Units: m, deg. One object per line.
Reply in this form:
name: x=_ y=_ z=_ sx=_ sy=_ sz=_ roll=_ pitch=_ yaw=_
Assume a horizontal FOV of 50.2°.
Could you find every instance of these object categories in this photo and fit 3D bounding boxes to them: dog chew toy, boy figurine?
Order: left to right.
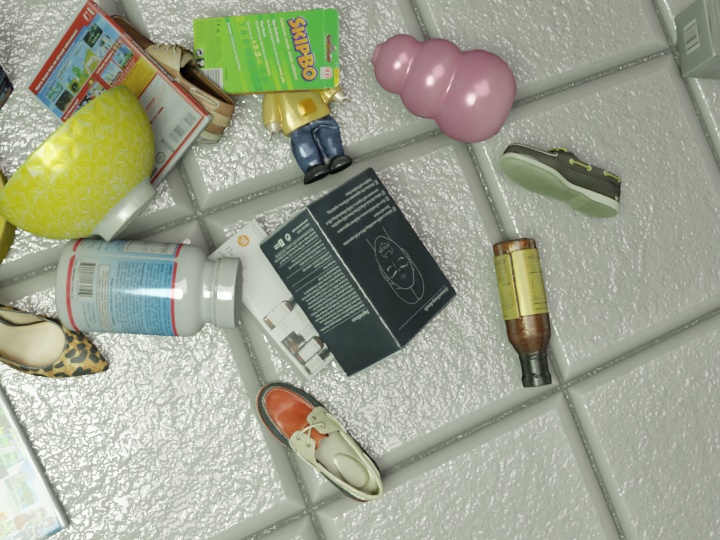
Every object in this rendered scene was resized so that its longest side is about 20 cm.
boy figurine: x=-0.074 y=-0.221 z=1.018 sx=0.123 sy=0.064 sz=0.202 roll=-21 pitch=91 yaw=-13
dog chew toy: x=0.109 y=-0.256 z=1.046 sx=0.198 sy=0.125 sz=0.126 roll=24 pitch=77 yaw=-3

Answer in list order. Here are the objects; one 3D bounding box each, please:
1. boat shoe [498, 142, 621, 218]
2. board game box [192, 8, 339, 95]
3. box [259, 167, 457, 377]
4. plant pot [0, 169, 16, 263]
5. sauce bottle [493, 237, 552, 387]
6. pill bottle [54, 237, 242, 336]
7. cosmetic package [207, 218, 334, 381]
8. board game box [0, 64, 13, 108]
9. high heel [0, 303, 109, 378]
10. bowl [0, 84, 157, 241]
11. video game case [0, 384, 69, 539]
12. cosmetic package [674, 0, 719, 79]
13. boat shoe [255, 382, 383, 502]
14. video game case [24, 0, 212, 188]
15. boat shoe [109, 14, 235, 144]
boat shoe: x=0.288 y=-0.139 z=1.102 sx=0.199 sy=0.072 sz=0.061 roll=23 pitch=73 yaw=-18
board game box: x=-0.118 y=-0.274 z=0.972 sx=0.198 sy=0.030 sz=0.097 roll=2 pitch=96 yaw=19
box: x=0.000 y=0.000 z=0.955 sx=0.201 sy=0.107 sz=0.148 roll=56 pitch=42 yaw=-2
plant pot: x=-0.489 y=-0.074 z=0.820 sx=0.198 sy=0.189 sz=0.204 roll=2 pitch=82 yaw=-14
sauce bottle: x=0.226 y=0.058 z=1.061 sx=0.065 sy=0.066 sz=0.203 roll=-5 pitch=86 yaw=-16
pill bottle: x=-0.241 y=0.021 z=0.897 sx=0.197 sy=0.109 sz=0.110 roll=4 pitch=81 yaw=-2
cosmetic package: x=-0.104 y=0.038 z=0.980 sx=0.082 sy=0.051 sz=0.200 roll=-42 pitch=94 yaw=-17
board game box: x=-0.503 y=-0.261 z=0.853 sx=0.199 sy=0.165 sz=0.057 roll=29 pitch=78 yaw=-10
high heel: x=-0.379 y=0.075 z=0.852 sx=0.198 sy=0.142 sz=0.072 roll=23 pitch=77 yaw=-11
bowl: x=-0.293 y=-0.097 z=0.859 sx=0.108 sy=0.200 sz=0.200 roll=45 pitch=74 yaw=-10
video game case: x=-0.460 y=0.248 z=0.871 sx=0.181 sy=0.022 sz=0.202 roll=-27 pitch=89 yaw=-17
cosmetic package: x=0.605 y=-0.363 z=1.208 sx=0.197 sy=0.090 sz=0.108 roll=-3 pitch=80 yaw=-12
boat shoe: x=-0.050 y=0.215 z=0.965 sx=0.200 sy=0.063 sz=0.071 roll=45 pitch=76 yaw=-4
video game case: x=-0.296 y=-0.204 z=0.938 sx=0.200 sy=0.017 sz=0.143 roll=44 pitch=110 yaw=-6
boat shoe: x=-0.234 y=-0.249 z=0.958 sx=0.200 sy=0.076 sz=0.072 roll=43 pitch=116 yaw=-7
